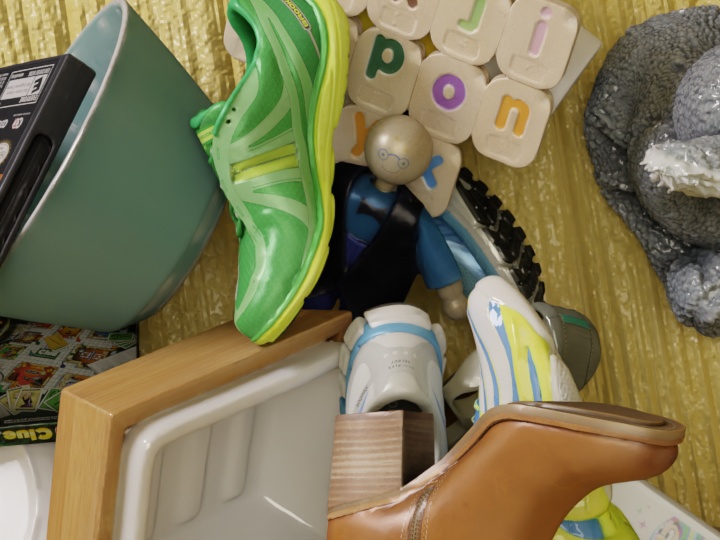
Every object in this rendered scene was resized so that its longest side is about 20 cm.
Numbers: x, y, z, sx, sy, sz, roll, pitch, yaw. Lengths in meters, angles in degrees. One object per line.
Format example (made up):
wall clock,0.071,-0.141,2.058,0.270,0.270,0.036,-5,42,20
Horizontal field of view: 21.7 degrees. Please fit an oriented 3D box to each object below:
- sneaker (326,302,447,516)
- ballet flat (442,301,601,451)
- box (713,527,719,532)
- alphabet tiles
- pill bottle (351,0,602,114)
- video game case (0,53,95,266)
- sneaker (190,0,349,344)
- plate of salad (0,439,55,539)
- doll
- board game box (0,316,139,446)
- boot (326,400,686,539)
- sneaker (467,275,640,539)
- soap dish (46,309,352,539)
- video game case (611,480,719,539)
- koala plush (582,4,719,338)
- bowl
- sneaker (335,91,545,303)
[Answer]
sneaker,0.017,0.125,1.042,0.074,0.087,0.202,-4,120,-1
ballet flat,0.054,0.089,1.104,0.200,0.063,0.068,-43,54,19
box,0.151,0.204,1.093,0.198,0.128,0.110,1,85,0
alphabet tiles,0.021,-0.135,1.070,0.198,0.015,0.197,22,118,12
pill bottle,0.041,-0.160,1.126,0.199,0.112,0.113,36,87,2
video game case,-0.240,-0.032,1.069,0.025,0.199,0.182,34,71,-30
sneaker,-0.056,-0.058,1.040,0.083,0.074,0.202,7,79,-15
plate of salad,-0.250,0.153,1.132,0.198,0.048,0.202,-5,69,14
doll,0.000,0.000,1.101,0.135,0.048,0.202,25,116,11
board game box,-0.231,0.060,1.129,0.198,0.024,0.106,-4,52,0
boot,0.072,0.144,0.917,0.199,0.073,0.157,-8,82,37
sneaker,0.076,0.107,0.983,0.104,0.076,0.202,-24,76,3
soap dish,-0.089,0.112,1.048,0.081,0.199,0.159,24,118,30
video game case,0.139,0.214,1.015,0.199,0.024,0.183,34,84,5
koala plush,0.218,-0.080,1.076,0.177,0.200,0.184,-40,87,-2
bowl,-0.146,-0.045,1.095,0.104,0.201,0.202,29,86,-21
sneaker,0.034,-0.024,1.149,0.090,0.078,0.200,-42,86,18
